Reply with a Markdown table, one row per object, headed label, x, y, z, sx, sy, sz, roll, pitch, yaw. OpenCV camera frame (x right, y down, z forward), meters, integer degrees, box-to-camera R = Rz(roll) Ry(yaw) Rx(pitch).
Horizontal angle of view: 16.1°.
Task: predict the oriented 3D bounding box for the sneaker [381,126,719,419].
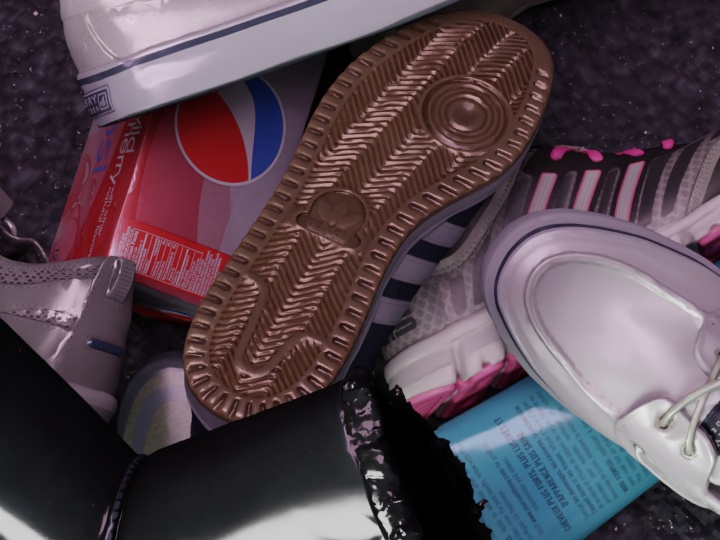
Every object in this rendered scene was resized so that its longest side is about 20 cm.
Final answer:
| label | x | y | z | sx | sy | sz | roll | pitch | yaw |
| --- | --- | --- | --- | --- | --- | --- | --- | --- | --- |
| sneaker | 0.081 | -0.025 | 0.973 | 0.200 | 0.074 | 0.088 | -30 | 79 | -2 |

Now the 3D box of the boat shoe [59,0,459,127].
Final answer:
| label | x | y | z | sx | sy | sz | roll | pitch | yaw |
| --- | --- | --- | --- | --- | --- | --- | --- | --- | --- |
| boat shoe | -0.018 | -0.123 | 0.927 | 0.201 | 0.075 | 0.086 | -21 | 94 | -15 |

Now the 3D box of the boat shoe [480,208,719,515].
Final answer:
| label | x | y | z | sx | sy | sz | roll | pitch | yaw |
| --- | --- | --- | --- | --- | --- | --- | --- | --- | --- |
| boat shoe | 0.132 | 0.047 | 0.909 | 0.200 | 0.067 | 0.074 | 33 | 96 | -12 |

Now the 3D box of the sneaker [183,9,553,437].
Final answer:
| label | x | y | z | sx | sy | sz | roll | pitch | yaw |
| --- | --- | --- | --- | --- | --- | --- | --- | --- | --- |
| sneaker | 0.000 | 0.000 | 0.922 | 0.070 | 0.109 | 0.200 | 29 | 61 | 14 |

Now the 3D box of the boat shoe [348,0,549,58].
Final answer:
| label | x | y | z | sx | sy | sz | roll | pitch | yaw |
| --- | --- | --- | --- | --- | --- | --- | --- | --- | --- |
| boat shoe | 0.084 | -0.143 | 1.013 | 0.201 | 0.072 | 0.060 | -18 | 77 | 1 |

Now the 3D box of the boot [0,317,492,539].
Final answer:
| label | x | y | z | sx | sy | sz | roll | pitch | yaw |
| --- | --- | --- | --- | --- | --- | --- | --- | --- | --- |
| boot | -0.059 | 0.066 | 0.804 | 0.162 | 0.199 | 0.073 | -16 | 26 | 25 |

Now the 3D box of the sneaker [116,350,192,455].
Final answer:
| label | x | y | z | sx | sy | sz | roll | pitch | yaw |
| --- | --- | --- | --- | --- | --- | --- | --- | --- | --- |
| sneaker | -0.050 | 0.116 | 0.925 | 0.074 | 0.081 | 0.201 | -17 | 65 | 2 |

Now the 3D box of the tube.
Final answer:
| label | x | y | z | sx | sy | sz | roll | pitch | yaw |
| --- | --- | --- | --- | --- | --- | --- | --- | --- | --- |
| tube | 0.094 | 0.056 | 0.961 | 0.200 | 0.050 | 0.078 | -33 | 88 | -5 |

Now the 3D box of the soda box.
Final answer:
| label | x | y | z | sx | sy | sz | roll | pitch | yaw |
| --- | --- | --- | --- | --- | --- | --- | --- | --- | --- |
| soda box | -0.055 | -0.082 | 0.981 | 0.063 | 0.070 | 0.201 | 22 | 79 | -24 |

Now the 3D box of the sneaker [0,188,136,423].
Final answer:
| label | x | y | z | sx | sy | sz | roll | pitch | yaw |
| --- | --- | --- | --- | --- | --- | --- | --- | --- | --- |
| sneaker | -0.157 | 0.004 | 0.955 | 0.200 | 0.075 | 0.082 | 22 | 86 | 32 |
